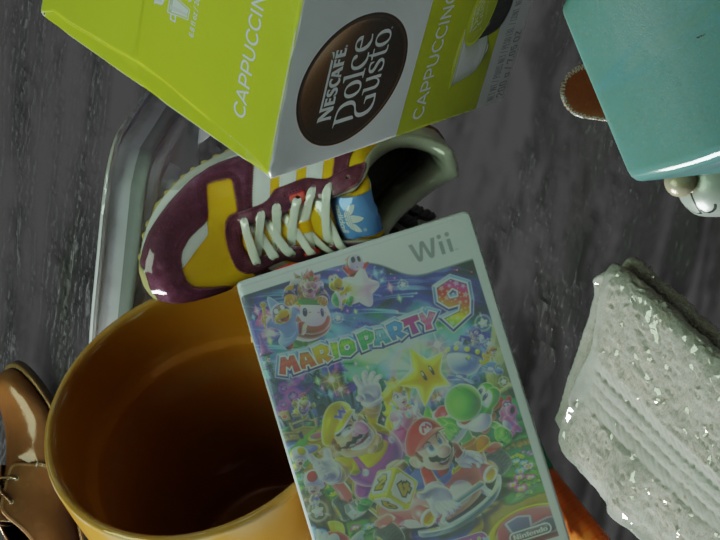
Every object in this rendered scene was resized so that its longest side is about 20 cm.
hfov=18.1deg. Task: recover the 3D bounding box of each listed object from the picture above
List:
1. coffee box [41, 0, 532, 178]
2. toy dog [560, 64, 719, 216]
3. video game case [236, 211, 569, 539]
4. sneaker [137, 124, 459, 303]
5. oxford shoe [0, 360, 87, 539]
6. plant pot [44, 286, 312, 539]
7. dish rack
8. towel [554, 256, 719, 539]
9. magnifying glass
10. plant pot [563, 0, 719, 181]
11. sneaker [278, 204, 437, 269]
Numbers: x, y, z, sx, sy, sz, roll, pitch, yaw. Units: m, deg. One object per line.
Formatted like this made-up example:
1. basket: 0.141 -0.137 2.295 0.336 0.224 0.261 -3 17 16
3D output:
1. coffee box: -0.030 -0.201 1.239 0.200 0.197 0.201 36 129 31
2. toy dog: 0.146 -0.128 1.127 0.132 0.096 0.201 -45 64 51
3. video game case: 0.024 0.082 1.302 0.018 0.142 0.201 52 -159 -87
4. sneaker: -0.036 -0.038 1.327 0.090 0.200 0.075 29 147 50
5. oxford shoe: -0.269 0.172 1.833 0.071 0.071 0.201 -30 74 56
6. plant pot: -0.077 0.139 1.438 0.200 0.200 0.184 41 162 40
7. dish rack: -0.138 -0.034 1.520 0.200 0.043 0.173 -75 -7 -67
8. towel: 0.181 0.096 1.205 0.200 0.034 0.133 43 133 39
9. magnifying glass: 0.094 0.111 1.343 0.200 0.022 0.080 50 137 31
10. plant pot: 0.199 -0.123 0.980 0.200 0.141 0.142 -31 75 40
11. sneaker: 0.000 0.000 1.411 0.200 0.077 0.085 32 137 54
